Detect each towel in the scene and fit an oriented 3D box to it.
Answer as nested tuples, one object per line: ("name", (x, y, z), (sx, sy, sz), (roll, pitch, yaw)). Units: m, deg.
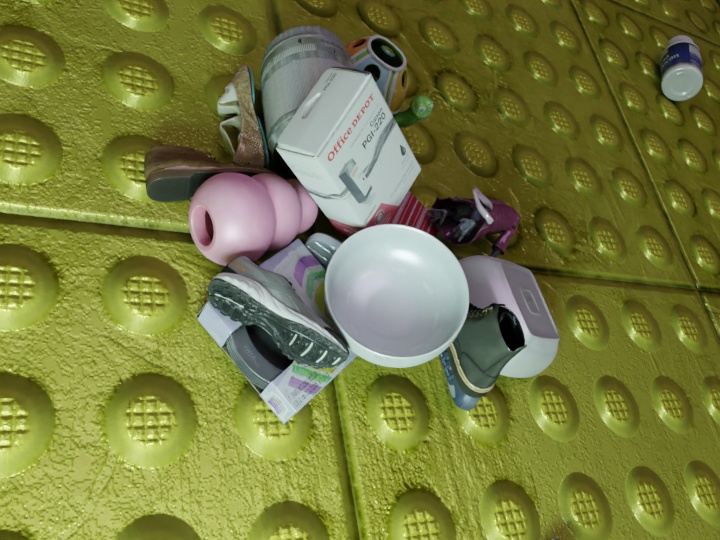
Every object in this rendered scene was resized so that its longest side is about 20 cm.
("towel", (0.050, -0.089, 1.111), (0.200, 0.022, 0.146), (43, 46, -19))

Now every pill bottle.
("pill bottle", (0.934, -0.597, 1.974), (0.110, 0.111, 0.203), (31, 49, -12))

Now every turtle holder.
("turtle holder", (0.028, -0.324, 1.199), (0.140, 0.132, 0.187), (-28, 78, -41))

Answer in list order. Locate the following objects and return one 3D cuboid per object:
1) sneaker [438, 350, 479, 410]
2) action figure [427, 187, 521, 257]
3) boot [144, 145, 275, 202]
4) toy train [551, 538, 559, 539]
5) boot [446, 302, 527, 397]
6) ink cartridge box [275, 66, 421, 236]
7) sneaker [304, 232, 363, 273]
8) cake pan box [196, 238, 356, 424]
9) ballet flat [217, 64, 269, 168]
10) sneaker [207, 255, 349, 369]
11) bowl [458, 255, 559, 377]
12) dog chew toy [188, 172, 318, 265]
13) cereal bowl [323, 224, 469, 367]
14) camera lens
("sneaker", (0.131, 0.115, 1.031), (0.081, 0.070, 0.203), (18, 45, -27))
("action figure", (0.217, -0.097, 1.168), (0.196, 0.149, 0.136), (-2, 61, -35))
("boot", (-0.212, -0.145, 0.976), (0.196, 0.074, 0.077), (-1, 55, -30))
("toy train", (0.283, 0.475, 0.922), (0.055, 0.042, 0.204), (-1, 62, -21))
("boot", (0.160, 0.056, 0.953), (0.076, 0.139, 0.203), (-13, 63, -28))
("ink cartridge box", (-0.010, -0.158, 0.949), (0.147, 0.084, 0.200), (-58, 140, -16))
("sneaker", (0.000, 0.000, 1.027), (0.198, 0.073, 0.072), (36, 38, -21))
("cake pan box", (-0.097, 0.078, 0.920), (0.185, 0.052, 0.199), (49, 48, 6))
("ballet flat", (-0.189, -0.241, 1.053), (0.064, 0.071, 0.204), (-5, 60, -19))
("sneaker", (-0.093, 0.050, 0.859), (0.198, 0.074, 0.080), (36, 43, -8))
("bowl", (0.246, 0.065, 1.095), (0.198, 0.074, 0.204), (13, 52, -52))
("dog chew toy", (-0.139, -0.080, 0.946), (0.198, 0.124, 0.126), (-19, 72, -44))
("cereal bowl", (0.046, 0.043, 0.927), (0.195, 0.084, 0.204), (2, 60, -4))
("camera lens", (-0.076, -0.258, 1.071), (0.157, 0.160, 0.204), (6, 58, -29))
